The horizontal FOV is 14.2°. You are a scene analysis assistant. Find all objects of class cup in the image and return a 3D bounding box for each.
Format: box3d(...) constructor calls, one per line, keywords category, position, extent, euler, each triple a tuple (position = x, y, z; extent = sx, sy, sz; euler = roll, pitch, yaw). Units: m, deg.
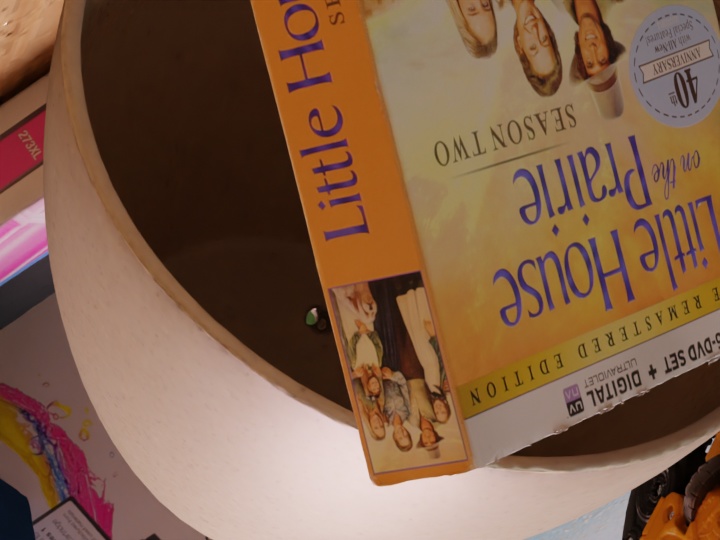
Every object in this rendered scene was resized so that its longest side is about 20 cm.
box3d(category="cup", position=(0.000, 0.000, 0.755), extent=(0.200, 0.200, 0.143), euler=(-27, 160, -36))

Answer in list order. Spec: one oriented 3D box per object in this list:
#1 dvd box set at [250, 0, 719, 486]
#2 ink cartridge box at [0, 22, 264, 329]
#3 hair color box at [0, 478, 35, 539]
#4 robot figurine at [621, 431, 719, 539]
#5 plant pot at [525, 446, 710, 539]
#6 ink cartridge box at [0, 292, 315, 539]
box3d(category="dvd box set", position=(0.027, -0.068, 0.616), extent=(0.029, 0.200, 0.146), euler=(-12, -177, 36))
box3d(category="ink cartridge box", position=(-0.074, -0.037, 0.850), extent=(0.200, 0.037, 0.095), euler=(-37, 168, -2))
box3d(category="hair color box", position=(-0.200, 0.124, 0.872), extent=(0.200, 0.100, 0.061), euler=(-43, -151, 14))
box3d(category="robot figurine", position=(0.135, 0.027, 0.738), extent=(0.058, 0.145, 0.200), euler=(17, 106, -24))
box3d(category="plant pot", position=(0.076, 0.027, 1.165), extent=(0.196, 0.196, 0.200), euler=(-37, 160, 12))
box3d(category="ink cartridge box", position=(-0.083, 0.063, 0.941), extent=(0.200, 0.145, 0.084), euler=(-37, 168, 10))
